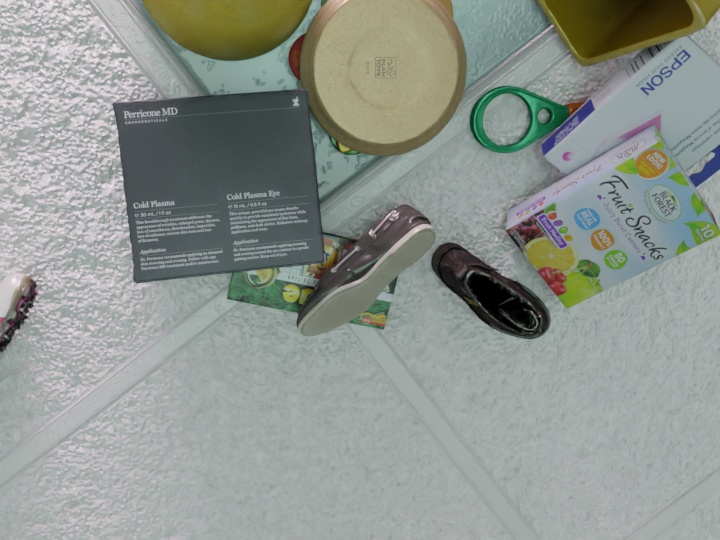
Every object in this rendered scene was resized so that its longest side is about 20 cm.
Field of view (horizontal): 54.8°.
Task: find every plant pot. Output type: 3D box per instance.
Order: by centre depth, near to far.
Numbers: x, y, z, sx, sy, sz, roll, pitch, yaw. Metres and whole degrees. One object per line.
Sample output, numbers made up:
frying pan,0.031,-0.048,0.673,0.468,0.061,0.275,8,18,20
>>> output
plant pot,-0.135,-0.318,0.694,0.200,0.142,0.201,-2,104,-10
plant pot,0.306,-0.374,0.738,0.200,0.194,0.196,-44,107,-11

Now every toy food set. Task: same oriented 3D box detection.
toy food set,0.023,-0.231,0.790,0.198,0.049,0.200,-18,106,-5

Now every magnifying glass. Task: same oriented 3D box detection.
magnifying glass,0.232,-0.190,0.852,0.200,0.022,0.080,-7,105,-6

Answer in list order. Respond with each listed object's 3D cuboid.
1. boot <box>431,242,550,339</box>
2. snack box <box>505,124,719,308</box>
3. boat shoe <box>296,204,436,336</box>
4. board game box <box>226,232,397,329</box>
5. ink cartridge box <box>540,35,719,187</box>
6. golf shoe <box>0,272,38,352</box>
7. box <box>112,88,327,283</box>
boot,0.170,0.043,0.815,0.200,0.174,0.069,32,96,-15
snack box,0.295,-0.057,0.830,0.200,0.053,0.142,-31,112,29
boat shoe,0.000,0.000,0.824,0.200,0.057,0.067,-39,142,4
board game box,-0.054,0.004,0.848,0.200,0.023,0.105,11,103,-12
ink cartridge box,0.353,-0.152,0.816,0.200,0.043,0.196,31,126,-19
golf shoe,-0.444,0.075,0.772,0.092,0.073,0.200,39,95,-14
box,-0.147,-0.089,0.752,0.200,0.104,0.183,-6,94,-9
